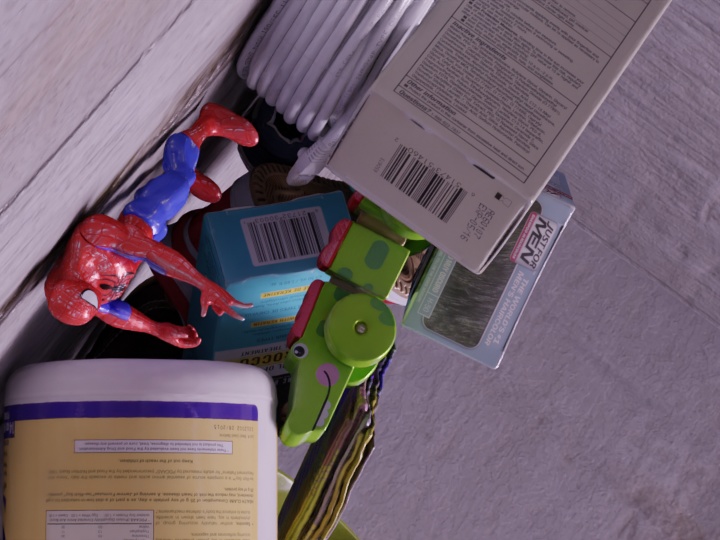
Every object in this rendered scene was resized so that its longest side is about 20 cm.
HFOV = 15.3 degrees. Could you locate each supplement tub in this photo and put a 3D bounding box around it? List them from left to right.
[{"bbox_3d":[-0.115,0.150,1.396,0.145,0.145,0.201,111,-20,-83],"label":"supplement tub"}]

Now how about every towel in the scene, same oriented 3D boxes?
[{"bbox_3d":[-0.020,0.117,1.515,0.200,0.023,0.144,-75,-169,-77],"label":"towel"}]

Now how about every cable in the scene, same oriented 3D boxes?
[{"bbox_3d":[0.014,-0.163,1.428,0.200,0.069,0.200,-54,178,-40],"label":"cable"}]

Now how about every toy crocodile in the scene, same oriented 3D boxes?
[{"bbox_3d":[0.000,0.000,1.423,0.068,0.062,0.201,126,-11,-78],"label":"toy crocodile"}]

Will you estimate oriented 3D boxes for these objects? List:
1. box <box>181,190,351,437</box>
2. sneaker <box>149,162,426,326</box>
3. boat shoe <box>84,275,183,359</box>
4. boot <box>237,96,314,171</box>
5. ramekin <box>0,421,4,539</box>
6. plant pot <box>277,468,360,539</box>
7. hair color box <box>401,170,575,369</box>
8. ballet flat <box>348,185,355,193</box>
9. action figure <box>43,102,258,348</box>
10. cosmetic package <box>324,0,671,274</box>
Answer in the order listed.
[{"bbox_3d":[-0.055,0.032,1.547,0.082,0.049,0.200,-10,151,-14],"label":"box"},{"bbox_3d":[-0.046,-0.004,1.616,0.112,0.072,0.200,-28,153,26],"label":"sneaker"},{"bbox_3d":[-0.149,0.083,1.668,0.200,0.070,0.070,-56,-178,41],"label":"boat shoe"},{"bbox_3d":[0.006,-0.136,1.589,0.200,0.073,0.090,-53,-176,-14],"label":"boot"},{"bbox_3d":[-0.183,0.153,1.562,0.200,0.105,0.200,-54,179,-2],"label":"ramekin"},{"bbox_3d":[-0.086,0.251,1.642,0.193,0.200,0.200,-42,-179,13],"label":"plant pot"},{"bbox_3d":[0.073,-0.014,1.524,0.200,0.060,0.099,-71,-173,-83],"label":"hair color box"},{"bbox_3d":[0.043,-0.083,1.623,0.074,0.074,0.200,-55,-176,19],"label":"ballet flat"},{"bbox_3d":[-0.086,-0.007,1.316,0.065,0.099,0.200,-57,175,31],"label":"action figure"},{"bbox_3d":[0.077,-0.104,1.409,0.200,0.103,0.073,-52,177,-41],"label":"cosmetic package"}]
